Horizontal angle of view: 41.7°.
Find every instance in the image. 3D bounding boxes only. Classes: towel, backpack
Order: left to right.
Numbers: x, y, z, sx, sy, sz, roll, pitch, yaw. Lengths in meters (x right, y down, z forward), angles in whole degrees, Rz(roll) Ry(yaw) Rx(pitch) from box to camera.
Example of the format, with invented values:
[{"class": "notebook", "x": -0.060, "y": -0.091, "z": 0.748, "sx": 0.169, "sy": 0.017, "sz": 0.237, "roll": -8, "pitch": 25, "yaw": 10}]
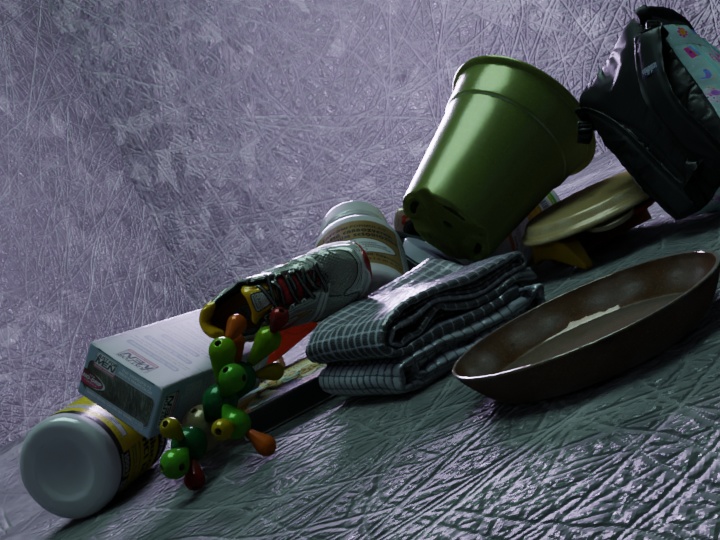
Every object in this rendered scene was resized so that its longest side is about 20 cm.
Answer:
[{"class": "towel", "x": 0.061, "y": 0.047, "z": 0.922, "sx": 0.199, "sy": 0.086, "sz": 0.165, "roll": -27, "pitch": 4, "yaw": -30}, {"class": "backpack", "x": 0.329, "y": -0.150, "z": 0.961, "sx": 0.126, "sy": 0.201, "sz": 0.167, "roll": -12, "pitch": -33, "yaw": -26}]

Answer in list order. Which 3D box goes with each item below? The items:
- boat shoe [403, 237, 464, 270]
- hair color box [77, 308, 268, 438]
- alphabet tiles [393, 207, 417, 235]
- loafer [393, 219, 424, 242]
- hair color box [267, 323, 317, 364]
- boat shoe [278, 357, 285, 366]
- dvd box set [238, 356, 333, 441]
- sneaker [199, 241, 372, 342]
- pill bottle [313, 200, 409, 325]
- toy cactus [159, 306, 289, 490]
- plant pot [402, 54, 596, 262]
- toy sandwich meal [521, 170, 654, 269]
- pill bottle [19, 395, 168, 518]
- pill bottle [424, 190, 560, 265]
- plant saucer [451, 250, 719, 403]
[{"class": "boat shoe", "x": 0.093, "y": 0.022, "z": 1.117, "sx": 0.073, "sy": 0.069, "sz": 0.199, "roll": 13, "pitch": 14, "yaw": -31}, {"class": "hair color box", "x": -0.192, "y": 0.103, "z": 1.013, "sx": 0.200, "sy": 0.099, "sz": 0.061, "roll": -17, "pitch": -49, "yaw": -62}, {"class": "alphabet tiles", "x": 0.133, "y": -0.059, "z": 1.361, "sx": 0.194, "sy": 0.015, "sz": 0.201, "roll": -13, "pitch": -46, "yaw": -19}, {"class": "loafer", "x": 0.084, "y": -0.036, "z": 1.294, "sx": 0.200, "sy": 0.071, "sz": 0.068, "roll": -3, "pitch": 7, "yaw": -40}, {"class": "hair color box", "x": -0.127, "y": 0.086, "z": 1.197, "sx": 0.200, "sy": 0.061, "sz": 0.101, "roll": -40, "pitch": 7, "yaw": -22}, {"class": "boat shoe", "x": -0.191, "y": 0.148, "z": 1.390, "sx": 0.065, "sy": 0.074, "sz": 0.199, "roll": -21, "pitch": -1, "yaw": -42}, {"class": "dvd box set", "x": -0.082, "y": 0.137, "z": 1.084, "sx": 0.146, "sy": 0.030, "sz": 0.200, "roll": -27, "pitch": 4, "yaw": -11}, {"class": "sneaker", "x": -0.078, "y": 0.030, "z": 0.982, "sx": 0.199, "sy": 0.078, "sz": 0.082, "roll": -25, "pitch": -6, "yaw": 17}, {"class": "pill bottle", "x": 0.000, "y": 0.000, "z": 1.120, "sx": 0.114, "sy": 0.115, "sz": 0.200, "roll": -25, "pitch": 29, "yaw": 9}, {"class": "toy cactus", "x": -0.133, "y": 0.138, "z": 0.917, "sx": 0.165, "sy": 0.102, "sz": 0.201, "roll": -53, "pitch": 12, "yaw": 47}, {"class": "plant pot", "x": 0.148, "y": -0.119, "z": 1.135, "sx": 0.190, "sy": 0.200, "sz": 0.200, "roll": -53, "pitch": 13, "yaw": -21}, {"class": "toy sandwich meal", "x": 0.274, "y": -0.054, "z": 1.088, "sx": 0.204, "sy": 0.071, "sz": 0.205, "roll": -27, "pitch": 6, "yaw": 3}, {"class": "pill bottle", "x": -0.286, "y": 0.191, "z": 1.071, "sx": 0.112, "sy": 0.113, "sz": 0.200, "roll": -25, "pitch": 4, "yaw": 14}, {"class": "pill bottle", "x": 0.175, "y": -0.044, "z": 1.259, "sx": 0.199, "sy": 0.112, "sz": 0.111, "roll": -28, "pitch": 4, "yaw": -39}, {"class": "plant saucer", "x": 0.160, "y": 0.043, "z": 0.663, "sx": 0.199, "sy": 0.035, "sz": 0.200, "roll": -25, "pitch": 3, "yaw": 1}]
